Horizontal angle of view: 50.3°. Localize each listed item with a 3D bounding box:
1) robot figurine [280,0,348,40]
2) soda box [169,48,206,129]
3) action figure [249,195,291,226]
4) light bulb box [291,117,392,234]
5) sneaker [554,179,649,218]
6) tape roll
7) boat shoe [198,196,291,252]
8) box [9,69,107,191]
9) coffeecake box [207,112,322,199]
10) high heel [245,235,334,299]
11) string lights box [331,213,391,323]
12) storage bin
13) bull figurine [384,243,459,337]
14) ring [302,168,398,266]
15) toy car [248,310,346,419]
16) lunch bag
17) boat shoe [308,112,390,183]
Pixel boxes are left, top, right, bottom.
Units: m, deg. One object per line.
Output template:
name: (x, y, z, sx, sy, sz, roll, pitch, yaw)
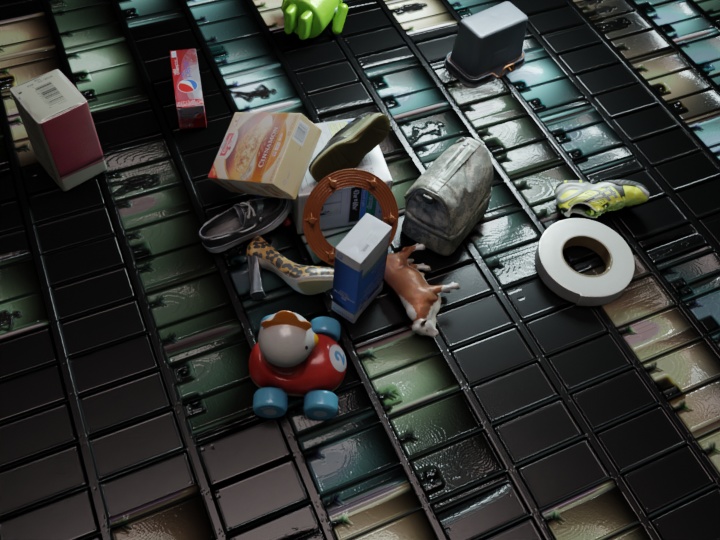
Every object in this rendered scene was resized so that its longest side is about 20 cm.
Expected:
robot figurine: (-0.120, -0.672, 1.946, 0.175, 0.116, 0.200, 23, 56, 11)
soda box: (-0.400, -0.422, 1.779, 0.063, 0.070, 0.201, -8, 55, -10)
action figure: (-0.209, -0.168, 1.629, 0.065, 0.052, 0.200, -33, 68, -18)
light bulb box: (-0.057, -0.203, 1.616, 0.199, 0.125, 0.199, -10, 56, -12)
sneaker: (0.522, -0.148, 1.659, 0.199, 0.076, 0.077, -2, 62, 7)
tape roll: (0.461, -0.020, 1.579, 0.202, 0.037, 0.204, 2, 54, -3)
boat shoe: (-0.233, -0.107, 1.546, 0.199, 0.068, 0.072, -26, 65, -6)
box: (-0.621, -0.289, 1.590, 0.109, 0.200, 0.128, -34, 64, -25)
coffeecake box: (-0.194, -0.233, 1.539, 0.199, 0.073, 0.154, 10, 75, 41)
high heel: (-0.127, -0.022, 1.518, 0.199, 0.072, 0.143, -7, 57, -3)
string lights box: (0.000, 0.000, 1.431, 0.059, 0.200, 0.103, 31, 58, 16)
storage bin: (0.324, -0.561, 1.889, 0.199, 0.135, 0.146, -28, 61, -20)
bull figurine: (0.114, 0.036, 1.499, 0.121, 0.065, 0.200, -24, 62, -24)
ring: (-0.017, -0.101, 1.524, 0.199, 0.202, 0.019, -12, 15, -12)
toy car: (-0.109, 0.133, 1.330, 0.176, 0.200, 0.185, 3, 55, -2)
lunch bag: (0.184, -0.161, 1.578, 0.139, 0.168, 0.200, 32, 58, 17)
boat shoe: (-0.029, -0.249, 1.538, 0.201, 0.072, 0.066, -41, 39, -14)
